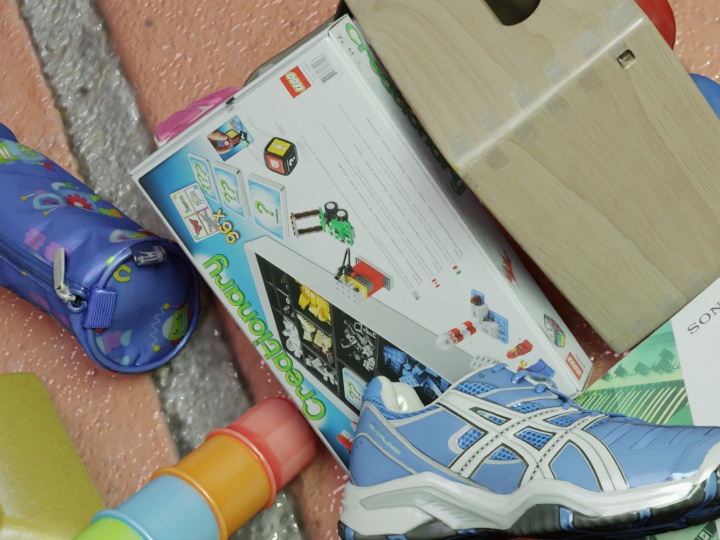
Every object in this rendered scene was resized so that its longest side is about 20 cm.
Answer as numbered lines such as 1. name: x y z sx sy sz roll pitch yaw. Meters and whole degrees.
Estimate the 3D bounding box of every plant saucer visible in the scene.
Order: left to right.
1. plant saucer: -0.228 0.155 1.015 0.200 0.048 0.200 -47 33 2

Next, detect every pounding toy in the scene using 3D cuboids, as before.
1. pounding toy: 0.092 -0.110 0.903 0.142 0.184 0.201 -38 43 8

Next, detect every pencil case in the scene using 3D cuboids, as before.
1. pencil case: -0.172 -0.016 1.084 0.199 0.086 0.079 32 106 38

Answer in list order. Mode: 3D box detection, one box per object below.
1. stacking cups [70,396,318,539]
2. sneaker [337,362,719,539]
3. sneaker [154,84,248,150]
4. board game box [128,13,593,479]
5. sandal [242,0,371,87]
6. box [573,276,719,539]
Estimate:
1. stacking cups: -0.099 0.123 0.927 0.060 0.061 0.200 12 36 34
2. sneaker: 0.077 0.077 0.845 0.198 0.076 0.078 -6 76 27
3. sneaker: -0.027 -0.032 1.003 0.199 0.088 0.074 21 50 37
4. board game box: 0.000 0.000 0.910 0.126 0.201 0.035 -31 9 26
5. sandal: 0.011 -0.134 1.054 0.199 0.055 0.082 -28 55 16
6. box: 0.166 0.114 0.848 0.144 0.036 0.200 -41 52 6
